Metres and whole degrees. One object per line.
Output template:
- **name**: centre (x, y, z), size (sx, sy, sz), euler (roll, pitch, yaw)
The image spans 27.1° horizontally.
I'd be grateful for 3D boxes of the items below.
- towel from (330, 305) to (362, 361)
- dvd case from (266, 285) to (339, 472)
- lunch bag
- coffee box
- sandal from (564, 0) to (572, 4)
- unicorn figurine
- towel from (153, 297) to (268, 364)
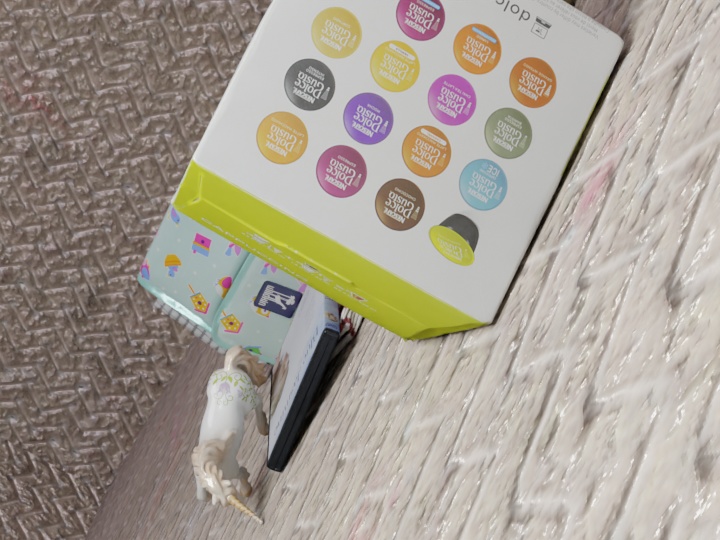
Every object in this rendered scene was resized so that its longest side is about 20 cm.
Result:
- **towel**: centre (0.000, 0.000, 1.417), size (0.201, 0.023, 0.144), euler (-66, 7, -29)
- **dvd case**: centre (-0.054, 0.079, 1.387), size (0.200, 0.017, 0.144), euler (-96, 28, -69)
- **lunch bag**: centre (-0.117, -0.010, 1.611), size (0.171, 0.199, 0.122), euler (-59, -15, 25)
- **coffee box**: centre (0.013, -0.089, 0.950), size (0.199, 0.198, 0.200), euler (-63, 8, -10)
- **sandal**: centre (0.135, -0.217, 1.173), size (0.213, 0.077, 0.070), euler (-59, -14, -24)
- **unicorn figurine**: centre (-0.123, 0.162, 1.380), size (0.138, 0.073, 0.202), euler (77, -175, -63)
- **towel**: centre (-0.131, 0.004, 1.754), size (0.201, 0.165, 0.086), euler (-55, -3, 33)
